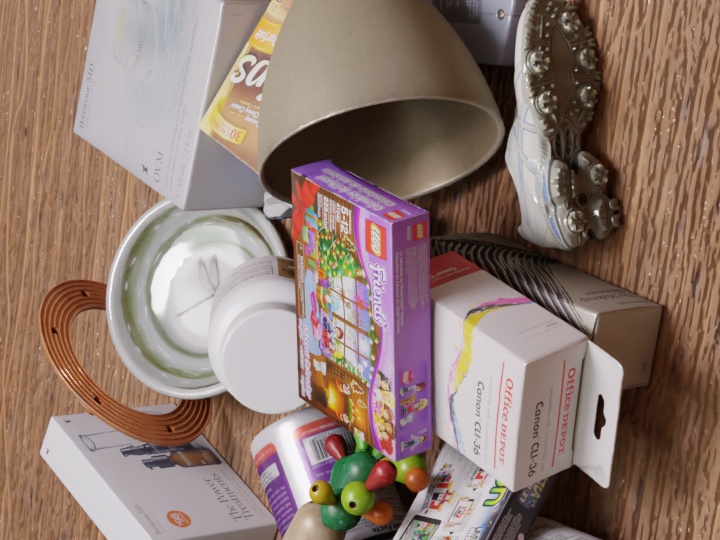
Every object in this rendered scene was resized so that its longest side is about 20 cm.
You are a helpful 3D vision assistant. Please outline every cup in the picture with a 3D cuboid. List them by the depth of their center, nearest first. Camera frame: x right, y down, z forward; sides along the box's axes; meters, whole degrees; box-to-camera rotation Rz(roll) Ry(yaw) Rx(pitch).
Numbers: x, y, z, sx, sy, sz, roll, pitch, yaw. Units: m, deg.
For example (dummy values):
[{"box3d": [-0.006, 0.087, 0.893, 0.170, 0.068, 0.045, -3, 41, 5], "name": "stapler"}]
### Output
[{"box3d": [0.005, -0.155, 1.662, 0.200, 0.199, 0.144, -34, 60, 46], "name": "cup"}]

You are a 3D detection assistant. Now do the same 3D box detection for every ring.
[{"box3d": [-0.227, 0.091, 1.986, 0.019, 0.200, 0.201, -47, 59, 27], "name": "ring"}]

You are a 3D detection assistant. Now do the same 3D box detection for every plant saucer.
[{"box3d": [-0.146, 0.025, 1.965, 0.199, 0.050, 0.202, -5, 78, 24], "name": "plant saucer"}]

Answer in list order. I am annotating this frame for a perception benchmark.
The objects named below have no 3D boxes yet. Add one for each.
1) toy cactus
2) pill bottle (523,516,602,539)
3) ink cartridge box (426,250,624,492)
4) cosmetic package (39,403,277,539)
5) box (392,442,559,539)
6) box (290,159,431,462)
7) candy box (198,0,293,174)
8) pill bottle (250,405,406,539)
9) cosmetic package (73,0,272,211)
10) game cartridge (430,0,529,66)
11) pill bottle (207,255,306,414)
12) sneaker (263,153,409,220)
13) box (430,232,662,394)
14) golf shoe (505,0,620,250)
[{"box3d": [-0.018, 0.178, 1.694, 0.165, 0.102, 0.200, -53, 14, 10], "name": "toy cactus"}, {"box3d": [0.156, 0.257, 1.612, 0.199, 0.113, 0.114, 16, 106, 49], "name": "pill bottle"}, {"box3d": [0.105, 0.083, 1.566, 0.200, 0.067, 0.117, 33, 131, 43], "name": "ink cartridge box"}, {"box3d": [-0.195, 0.210, 1.999, 0.200, 0.150, 0.052, 43, 125, 38], "name": "cosmetic package"}, {"box3d": [0.098, 0.172, 1.634, 0.110, 0.035, 0.201, -5, 47, 50], "name": "box"}, {"box3d": [0.000, 0.030, 1.601, 0.137, 0.039, 0.202, 29, 128, 49], "name": "box"}, {"box3d": [-0.046, -0.178, 1.798, 0.115, 0.055, 0.201, 38, 99, 44], "name": "candy box"}, {"box3d": [-0.014, 0.225, 1.814, 0.111, 0.111, 0.201, -40, 64, 45], "name": "pill bottle"}, {"box3d": [-0.155, -0.187, 1.932, 0.200, 0.122, 0.201, 34, 119, 44], "name": "cosmetic package"}, {"box3d": [0.096, -0.269, 1.689, 0.133, 0.040, 0.202, 15, 105, 52], "name": "game cartridge"}, {"box3d": [-0.076, 0.058, 1.798, 0.200, 0.113, 0.115, -106, 19, -80], "name": "pill bottle"}, {"box3d": [-0.025, -0.090, 1.820, 0.199, 0.075, 0.078, -6, 94, 49], "name": "sneaker"}, {"box3d": [0.137, 0.031, 1.636, 0.199, 0.082, 0.069, 24, 112, 45], "name": "box"}, {"box3d": [0.139, -0.114, 1.627, 0.097, 0.078, 0.202, -8, 87, 56], "name": "golf shoe"}]
